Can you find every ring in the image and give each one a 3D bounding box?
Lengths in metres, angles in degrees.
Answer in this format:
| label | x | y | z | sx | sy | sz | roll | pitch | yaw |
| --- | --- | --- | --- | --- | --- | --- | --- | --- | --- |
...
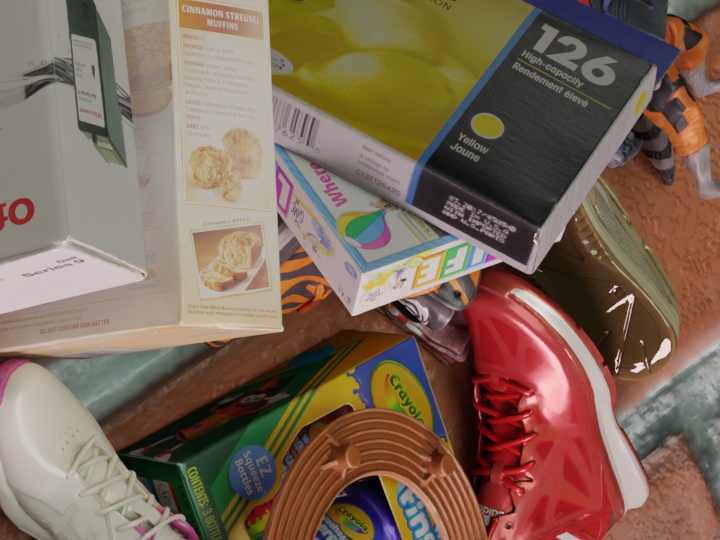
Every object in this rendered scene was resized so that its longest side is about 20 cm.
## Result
| label | x | y | z | sx | sy | sz | roll | pitch | yaw |
| --- | --- | --- | --- | --- | --- | --- | --- | --- | --- |
| ring | 0.015 | 0.174 | 1.439 | 0.200 | 0.019 | 0.202 | 8 | 79 | -50 |

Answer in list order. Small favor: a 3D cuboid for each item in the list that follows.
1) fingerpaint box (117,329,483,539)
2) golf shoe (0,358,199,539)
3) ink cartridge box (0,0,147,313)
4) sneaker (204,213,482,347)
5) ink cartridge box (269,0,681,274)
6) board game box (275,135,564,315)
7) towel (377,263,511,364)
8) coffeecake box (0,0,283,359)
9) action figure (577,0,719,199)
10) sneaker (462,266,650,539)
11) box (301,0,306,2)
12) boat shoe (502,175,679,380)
| label | x | y | z | sx | sy | sz | roll | pitch | yaw |
| --- | --- | --- | --- | --- | --- | --- | --- | --- | --- |
| fingerpaint box | -0.019 | 0.158 | 1.504 | 0.166 | 0.073 | 0.201 | -27 | 106 | -30 |
| golf shoe | -0.126 | 0.127 | 1.408 | 0.075 | 0.091 | 0.201 | -55 | 129 | -43 |
| ink cartridge box | -0.190 | -0.082 | 1.290 | 0.084 | 0.145 | 0.202 | 27 | 53 | -63 |
| sneaker | 0.000 | 0.000 | 1.474 | 0.200 | 0.077 | 0.112 | -42 | 102 | -26 |
| ink cartridge box | 0.049 | -0.113 | 1.432 | 0.197 | 0.047 | 0.200 | 27 | 51 | 12 |
| board game box | 0.003 | -0.077 | 1.441 | 0.134 | 0.200 | 0.034 | -19 | 146 | -27 |
| towel | 0.022 | -0.058 | 1.554 | 0.200 | 0.023 | 0.145 | 39 | 71 | -28 |
| coffeecake box | -0.119 | -0.063 | 1.363 | 0.073 | 0.153 | 0.202 | 4 | 81 | -46 |
| action figure | 0.147 | -0.109 | 1.590 | 0.193 | 0.104 | 0.201 | 36 | 48 | -24 |
| sneaker | 0.090 | 0.101 | 1.561 | 0.116 | 0.078 | 0.201 | -46 | 123 | -22 |
| box | -0.080 | -0.245 | 1.379 | 0.040 | 0.137 | 0.200 | -33 | 135 | 3 |
| boat shoe | 0.118 | -0.030 | 1.571 | 0.200 | 0.072 | 0.065 | 51 | 29 | -10 |
